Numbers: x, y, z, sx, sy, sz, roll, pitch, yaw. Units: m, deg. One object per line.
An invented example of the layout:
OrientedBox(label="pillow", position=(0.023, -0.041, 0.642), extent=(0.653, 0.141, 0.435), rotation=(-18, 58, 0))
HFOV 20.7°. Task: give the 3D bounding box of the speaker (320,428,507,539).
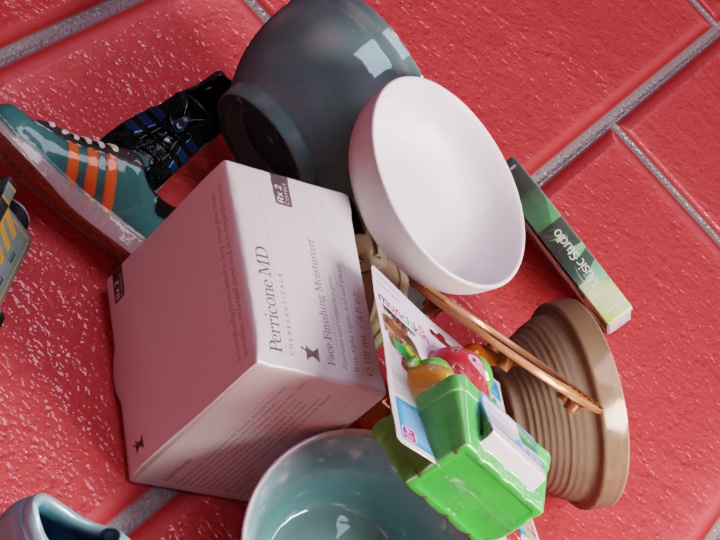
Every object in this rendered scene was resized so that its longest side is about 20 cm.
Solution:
OrientedBox(label="speaker", position=(0.026, 0.207, 1.700), extent=(0.200, 0.081, 0.081), rotation=(34, 39, -15))

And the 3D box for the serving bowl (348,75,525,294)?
OrientedBox(label="serving bowl", position=(0.055, -0.064, 1.705), extent=(0.200, 0.066, 0.200), rotation=(31, 44, -36))

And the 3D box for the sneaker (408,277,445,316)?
OrientedBox(label="sneaker", position=(0.089, -0.034, 1.951), extent=(0.075, 0.115, 0.200), rotation=(42, 37, -5))

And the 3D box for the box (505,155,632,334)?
OrientedBox(label="box", position=(0.211, -0.024, 2.065), extent=(0.200, 0.036, 0.144), rotation=(51, 2, 9))

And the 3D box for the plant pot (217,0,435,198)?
OrientedBox(label="plant pot", position=(-0.046, -0.144, 1.809), extent=(0.134, 0.200, 0.200), rotation=(-36, 82, -24))

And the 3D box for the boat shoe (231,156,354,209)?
OrientedBox(label="boat shoe", position=(-0.035, -0.076, 1.920), extent=(0.200, 0.068, 0.072), rotation=(7, 59, -20))

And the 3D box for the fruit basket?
OrientedBox(label="fruit basket", position=(0.080, 0.106, 1.550), extent=(0.185, 0.094, 0.200), rotation=(43, 29, -33))

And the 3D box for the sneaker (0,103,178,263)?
OrientedBox(label="sneaker", position=(-0.235, -0.086, 1.709), extent=(0.200, 0.071, 0.080), rotation=(42, 72, -16))

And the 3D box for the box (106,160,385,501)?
OrientedBox(label="box", position=(-0.100, 0.053, 1.620), extent=(0.131, 0.200, 0.199), rotation=(14, 50, -35))

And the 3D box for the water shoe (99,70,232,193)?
OrientedBox(label="water shoe", position=(-0.180, -0.130, 1.815), extent=(0.071, 0.079, 0.200), rotation=(44, 37, -2))

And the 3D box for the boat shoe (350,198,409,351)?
OrientedBox(label="boat shoe", position=(0.000, 0.000, 1.810), extent=(0.065, 0.072, 0.200), rotation=(29, 34, -21))

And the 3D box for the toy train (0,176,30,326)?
OrientedBox(label="toy train", position=(-0.322, -0.009, 1.562), extent=(0.114, 0.085, 0.200), rotation=(58, 28, -30))

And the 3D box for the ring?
OrientedBox(label="ring", position=(0.122, 0.069, 1.693), extent=(0.200, 0.019, 0.200), rotation=(35, 3, -2))

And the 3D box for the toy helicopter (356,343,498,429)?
OrientedBox(label="toy helicopter", position=(0.074, 0.115, 1.732), extent=(0.079, 0.132, 0.200), rotation=(42, -4, -5))

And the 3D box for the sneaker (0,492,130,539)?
OrientedBox(label="sneaker", position=(-0.186, 0.237, 1.470), extent=(0.200, 0.082, 0.074), rotation=(34, 40, -15))

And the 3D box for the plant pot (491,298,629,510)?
OrientedBox(label="plant pot", position=(0.171, 0.132, 1.846), extent=(0.093, 0.201, 0.201), rotation=(-11, 59, -14))

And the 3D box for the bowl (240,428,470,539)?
OrientedBox(label="bowl", position=(-0.013, 0.238, 1.584), extent=(0.200, 0.105, 0.201), rotation=(7, 68, -17))
